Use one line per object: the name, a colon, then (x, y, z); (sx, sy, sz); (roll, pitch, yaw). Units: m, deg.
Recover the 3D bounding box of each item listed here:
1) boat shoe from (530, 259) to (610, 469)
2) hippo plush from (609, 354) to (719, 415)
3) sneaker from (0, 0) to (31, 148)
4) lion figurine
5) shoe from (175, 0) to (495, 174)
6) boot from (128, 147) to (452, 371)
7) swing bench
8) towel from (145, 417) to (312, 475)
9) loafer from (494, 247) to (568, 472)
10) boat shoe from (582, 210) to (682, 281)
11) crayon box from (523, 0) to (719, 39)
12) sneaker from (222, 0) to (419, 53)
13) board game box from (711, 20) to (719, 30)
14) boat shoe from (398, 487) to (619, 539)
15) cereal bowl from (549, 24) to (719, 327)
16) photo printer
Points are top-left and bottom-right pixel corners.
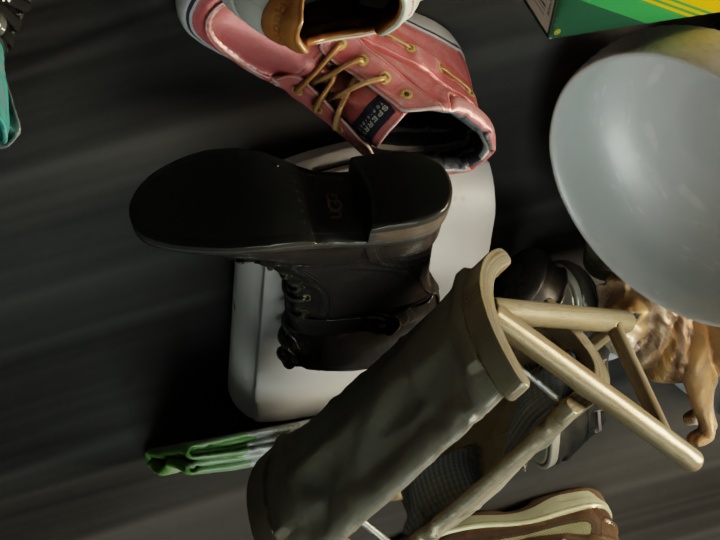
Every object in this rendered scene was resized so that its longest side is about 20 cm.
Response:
boat shoe: (0.146, 0.057, 1.584); (0.057, 0.067, 0.201); (-25, 144, -24)
hippo plush: (0.295, 0.075, 1.593); (0.199, 0.161, 0.160); (10, 129, -33)
sneaker: (-0.194, -0.129, 1.172); (0.200, 0.121, 0.083); (-40, 137, 17)
lion figurine: (0.257, 0.048, 1.493); (0.198, 0.073, 0.123); (-6, 108, 11)
shoe: (-0.009, -0.114, 1.300); (0.199, 0.091, 0.072); (15, 126, -37)
boot: (-0.035, 0.007, 1.334); (0.198, 0.070, 0.175); (-1, 146, -5)
swing bench: (0.059, 0.102, 1.357); (0.199, 0.130, 0.199); (-42, 139, 23)
towel: (-0.033, 0.113, 1.513); (0.199, 0.031, 0.149); (-10, 176, -16)
loafer: (0.109, 0.063, 1.528); (0.071, 0.073, 0.201); (16, 138, -1)
boat shoe: (0.242, -0.032, 1.540); (0.198, 0.072, 0.062); (-3, 155, -14)
crayon box: (0.190, -0.235, 1.289); (0.171, 0.058, 0.201); (-10, 138, -20)
sneaker: (0.028, -0.169, 1.244); (0.199, 0.085, 0.073); (-29, 138, -19)
board game box: (0.312, -0.095, 1.466); (0.135, 0.028, 0.201); (-25, 119, -7)
boat shoe: (0.103, 0.226, 1.726); (0.201, 0.075, 0.075); (-18, 139, -7)
cereal bowl: (0.219, -0.068, 1.408); (0.083, 0.199, 0.201); (-42, 150, -34)
photo printer: (0.000, 0.000, 1.442); (0.165, 0.070, 0.201); (-10, 137, -17)
